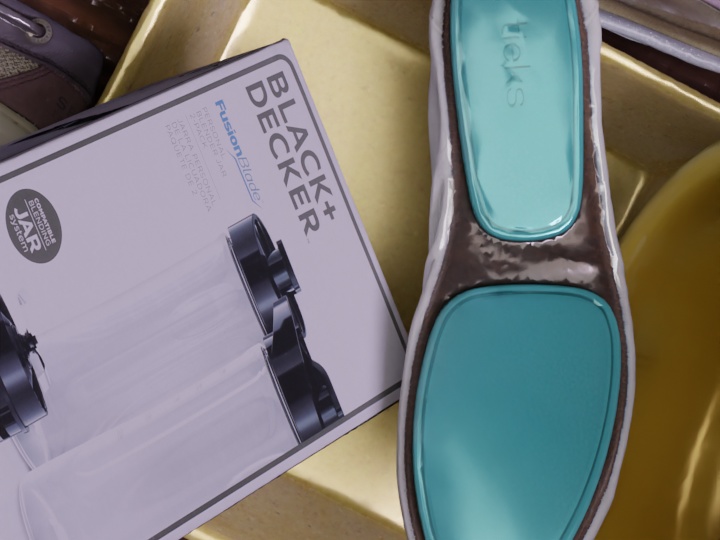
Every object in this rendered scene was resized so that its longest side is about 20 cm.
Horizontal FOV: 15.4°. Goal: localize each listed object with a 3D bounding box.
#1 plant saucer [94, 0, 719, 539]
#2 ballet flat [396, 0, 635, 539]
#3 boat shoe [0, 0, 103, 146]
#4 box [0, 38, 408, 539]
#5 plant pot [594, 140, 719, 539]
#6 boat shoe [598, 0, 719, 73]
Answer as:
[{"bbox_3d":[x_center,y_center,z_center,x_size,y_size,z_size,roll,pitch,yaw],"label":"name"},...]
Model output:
[{"bbox_3d":[0.000,0.000,0.855,0.200,0.048,0.200,27,93,-7],"label":"plant saucer"},{"bbox_3d":[0.046,0.004,0.791,0.069,0.069,0.200,2,81,-4],"label":"ballet flat"},{"bbox_3d":[-0.171,-0.092,0.828,0.200,0.072,0.065,32,68,6],"label":"boat shoe"},{"bbox_3d":[-0.078,0.019,0.735,0.060,0.200,0.117,-17,97,40],"label":"box"},{"bbox_3d":[0.170,0.079,0.767,0.189,0.201,0.201,16,94,-20],"label":"plant pot"},{"bbox_3d":[0.130,-0.079,0.817,0.202,0.074,0.065,28,59,13],"label":"boat shoe"}]
